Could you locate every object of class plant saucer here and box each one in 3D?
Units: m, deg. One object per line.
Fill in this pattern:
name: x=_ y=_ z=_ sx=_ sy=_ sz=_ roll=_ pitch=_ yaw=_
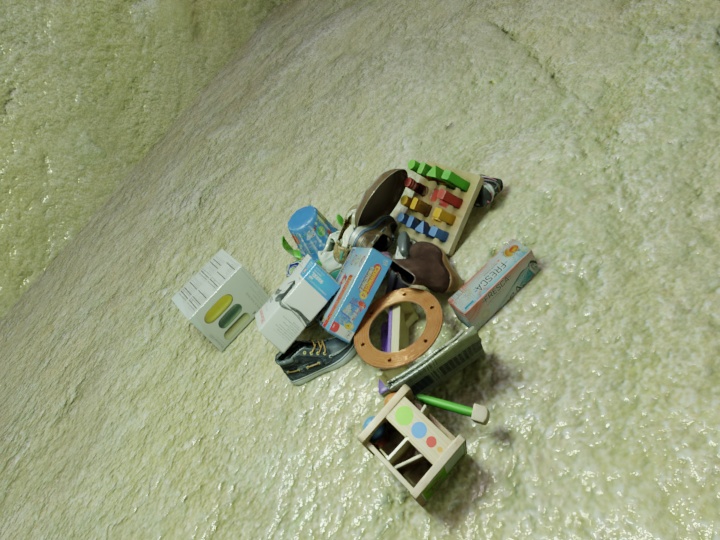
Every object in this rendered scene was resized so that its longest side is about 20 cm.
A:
plant saucer: x=0.047 y=-0.177 z=1.495 sx=0.032 sy=0.201 sz=0.201 roll=37 pitch=75 yaw=16

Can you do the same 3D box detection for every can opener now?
can opener: x=0.090 y=-0.006 z=1.432 sx=0.052 sy=0.067 sz=0.203 roll=-10 pitch=45 yaw=30

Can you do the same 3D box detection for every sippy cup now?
sippy cup: x=-0.134 y=-0.105 z=1.658 sx=0.177 sy=0.131 sz=0.139 roll=-41 pitch=38 yaw=-7

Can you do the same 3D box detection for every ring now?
ring: x=0.078 y=0.119 z=1.221 sx=0.196 sy=0.019 sz=0.203 roll=-18 pitch=41 yaw=16

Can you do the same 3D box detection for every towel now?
towel: x=0.145 y=0.178 z=1.113 sx=0.198 sy=0.193 sz=0.035 roll=-34 pitch=64 yaw=2

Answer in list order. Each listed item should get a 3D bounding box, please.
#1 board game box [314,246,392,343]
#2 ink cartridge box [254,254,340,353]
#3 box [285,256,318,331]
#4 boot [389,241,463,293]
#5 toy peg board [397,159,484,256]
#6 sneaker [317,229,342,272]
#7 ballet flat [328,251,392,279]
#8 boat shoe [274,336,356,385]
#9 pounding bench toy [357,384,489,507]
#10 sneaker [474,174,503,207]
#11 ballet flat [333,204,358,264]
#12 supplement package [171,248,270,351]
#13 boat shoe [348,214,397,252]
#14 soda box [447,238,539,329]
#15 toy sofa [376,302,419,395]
board game box: x=-0.021 y=0.048 z=1.336 sx=0.203 sy=0.055 sz=0.196 roll=-62 pitch=13 yaw=-3
ink cartridge box: x=-0.150 y=0.073 z=1.376 sx=0.201 sy=0.083 sz=0.145 roll=-49 pitch=17 yaw=-1
box: x=-0.153 y=0.060 z=1.551 sx=0.063 sy=0.070 sz=0.202 roll=-27 pitch=39 yaw=14
boot: x=0.127 y=-0.019 z=1.336 sx=0.200 sy=0.163 sz=0.074 roll=46 pitch=119 yaw=47
toy peg board: x=0.169 y=-0.170 z=1.450 sx=0.199 sy=0.097 sz=0.203 roll=30 pitch=98 yaw=51
sneaker: x=-0.038 y=-0.081 z=1.596 sx=0.070 sy=0.081 sz=0.201 roll=8 pitch=54 yaw=52
ballet flat: x=0.000 y=0.000 z=1.499 sx=0.197 sy=0.070 sz=0.071 roll=-20 pitch=19 yaw=31
boat shoe: x=-0.099 y=0.187 z=1.362 sx=0.197 sy=0.091 sz=0.071 roll=-31 pitch=38 yaw=7
pounding bench toy: x=0.112 y=0.273 z=1.037 sx=0.155 sy=0.125 sz=0.200 roll=39 pitch=78 yaw=26
sneaker: x=0.280 y=-0.207 z=1.500 sx=0.085 sy=0.082 sz=0.198 roll=-27 pitch=30 yaw=-27
ballet flat: x=-0.019 y=-0.108 z=1.545 sx=0.069 sy=0.066 sz=0.203 roll=16 pitch=56 yaw=0
supplement package: x=-0.386 y=0.081 z=1.646 sx=0.200 sy=0.153 sz=0.150 roll=-46 pitch=39 yaw=-13
boat shoe: x=0.047 y=-0.082 z=1.509 sx=0.072 sy=0.073 sz=0.199 roll=39 pitch=36 yaw=17
soda box: x=0.280 y=0.031 z=1.243 sx=0.199 sy=0.069 sz=0.063 roll=-42 pitch=38 yaw=-6
toy sofa: x=0.070 y=0.160 z=1.266 sx=0.096 sy=0.083 sz=0.203 roll=-17 pitch=42 yaw=22
